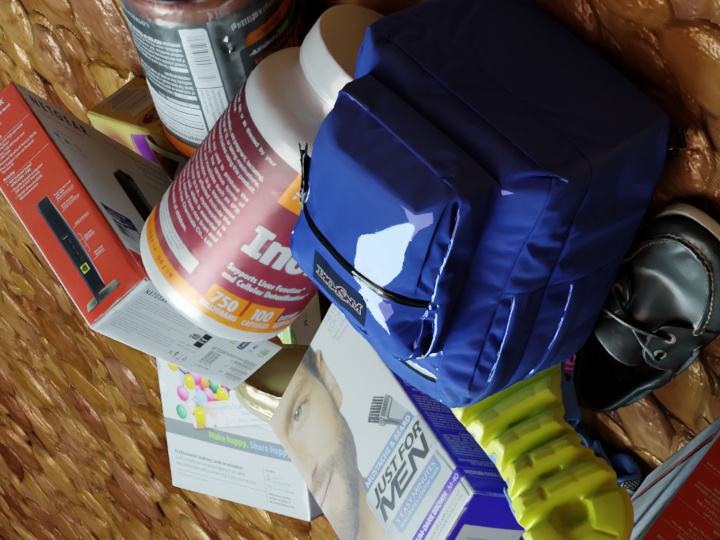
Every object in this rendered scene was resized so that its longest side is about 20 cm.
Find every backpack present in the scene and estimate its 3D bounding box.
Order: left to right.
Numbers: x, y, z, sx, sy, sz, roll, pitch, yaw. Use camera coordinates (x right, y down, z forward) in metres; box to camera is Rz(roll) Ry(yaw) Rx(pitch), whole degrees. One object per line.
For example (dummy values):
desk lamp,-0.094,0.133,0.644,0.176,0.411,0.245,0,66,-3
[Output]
backpack,0.047,-0.029,1.174,0.163,0.168,0.200,48,145,30

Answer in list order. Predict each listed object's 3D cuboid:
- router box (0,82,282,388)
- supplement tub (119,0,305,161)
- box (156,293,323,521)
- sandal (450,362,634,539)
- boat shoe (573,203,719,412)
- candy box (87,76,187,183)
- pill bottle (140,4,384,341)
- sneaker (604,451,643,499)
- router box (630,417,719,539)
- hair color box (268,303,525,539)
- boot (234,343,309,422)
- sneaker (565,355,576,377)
router box,-0.157,-0.020,1.464,0.180,0.049,0.200,54,-170,25
supplement tub,-0.085,-0.135,1.375,0.107,0.107,0.200,35,156,32
box,-0.093,0.085,1.709,0.156,0.041,0.200,10,112,40
sandal,0.102,0.096,1.273,0.087,0.079,0.200,56,-166,-63
boat shoe,0.159,0.029,1.227,0.075,0.066,0.199,46,159,7
candy box,-0.111,-0.070,1.608,0.200,0.056,0.117,17,141,52
pill bottle,-0.040,-0.059,1.306,0.113,0.113,0.200,45,124,10
sneaker,0.102,0.121,1.458,0.200,0.075,0.078,20,133,1
router box,0.169,0.180,1.303,0.049,0.180,0.200,39,159,4
hair color box,0.024,0.119,1.371,0.109,0.065,0.200,-62,38,23
boot,-0.007,0.053,1.529,0.200,0.073,0.156,11,143,22
sneaker,0.067,0.014,1.375,0.200,0.081,0.088,32,-172,26
